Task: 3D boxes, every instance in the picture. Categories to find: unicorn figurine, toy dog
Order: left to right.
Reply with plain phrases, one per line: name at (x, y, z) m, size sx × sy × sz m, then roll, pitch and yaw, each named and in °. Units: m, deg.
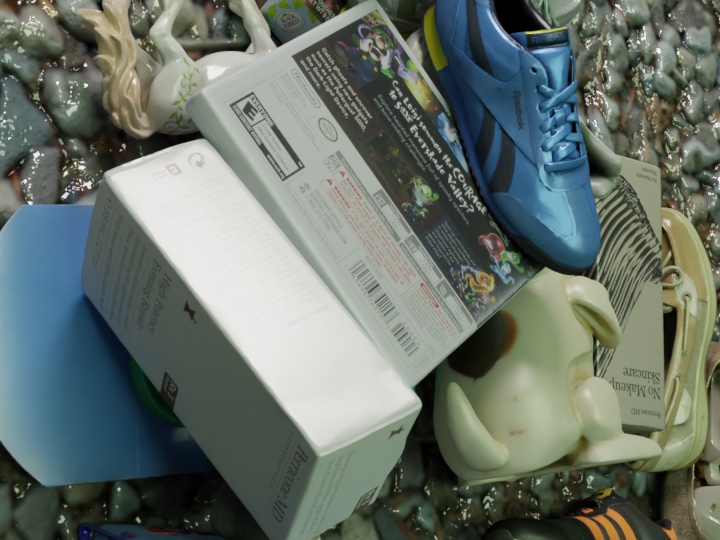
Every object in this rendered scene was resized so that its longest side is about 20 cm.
unicorn figurine at (-0.076, -0.124, 1.014) m, size 0.199 × 0.074 × 0.138 m, roll -13°, pitch 88°, yaw -20°
toy dog at (0.092, 0.038, 1.077) m, size 0.193 × 0.139 × 0.201 m, roll 4°, pitch 74°, yaw -47°

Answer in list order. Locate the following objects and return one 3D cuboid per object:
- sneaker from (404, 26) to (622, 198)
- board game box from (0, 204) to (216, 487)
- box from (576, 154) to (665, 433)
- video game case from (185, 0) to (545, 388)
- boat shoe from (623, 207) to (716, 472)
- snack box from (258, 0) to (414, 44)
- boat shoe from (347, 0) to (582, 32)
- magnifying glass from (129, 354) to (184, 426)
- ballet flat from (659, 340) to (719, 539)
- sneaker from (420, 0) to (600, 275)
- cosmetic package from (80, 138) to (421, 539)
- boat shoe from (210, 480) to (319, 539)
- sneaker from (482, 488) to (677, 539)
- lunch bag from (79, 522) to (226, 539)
sneaker at (0.101, -0.103, 1.073) m, size 0.199 × 0.081 × 0.075 m, roll 24°, pitch 99°, yaw -40°
board game box at (-0.141, 0.042, 0.949) m, size 0.199 × 0.039 × 0.159 m, roll -2°, pitch 87°, yaw -34°
box at (0.175, 0.019, 1.193) m, size 0.082 × 0.068 × 0.202 m, roll 8°, pitch 76°, yaw -40°
video game case at (0.011, -0.048, 0.944) m, size 0.201 × 0.023 × 0.182 m, roll 55°, pitch 42°, yaw -2°
boat shoe at (0.223, 0.052, 1.227) m, size 0.063 × 0.073 × 0.202 m, roll 4°, pitch 87°, yaw -44°
snack box at (0.035, -0.199, 1.124) m, size 0.142 × 0.053 × 0.201 m, roll 47°, pitch 57°, yaw -25°
boat shoe at (0.083, -0.193, 1.085) m, size 0.201 × 0.065 × 0.075 m, roll 0°, pitch 83°, yaw -38°
magnifying glass at (-0.052, 0.026, 0.974) m, size 0.199 × 0.022 × 0.080 m, roll -30°, pitch 102°, yaw -30°
ballet flat at (0.273, 0.151, 1.252) m, size 0.068 × 0.067 × 0.202 m, roll 12°, pitch 75°, yaw -38°
sneaker at (0.105, -0.097, 0.984) m, size 0.066 × 0.078 × 0.201 m, roll -13°, pitch 76°, yaw -42°
cosmetic package at (-0.064, 0.038, 0.859) m, size 0.074 × 0.102 × 0.200 m, roll -24°, pitch 62°, yaw -32°
boat shoe at (-0.044, 0.107, 0.966) m, size 0.200 × 0.057 × 0.067 m, roll -66°, pitch 151°, yaw -73°
sneaker at (0.159, 0.195, 1.159) m, size 0.199 × 0.070 × 0.091 m, roll 25°, pitch 52°, yaw -34°
lunch bag at (-0.048, 0.192, 0.891) m, size 0.150 × 0.199 × 0.095 m, roll 15°, pitch 73°, yaw -37°
